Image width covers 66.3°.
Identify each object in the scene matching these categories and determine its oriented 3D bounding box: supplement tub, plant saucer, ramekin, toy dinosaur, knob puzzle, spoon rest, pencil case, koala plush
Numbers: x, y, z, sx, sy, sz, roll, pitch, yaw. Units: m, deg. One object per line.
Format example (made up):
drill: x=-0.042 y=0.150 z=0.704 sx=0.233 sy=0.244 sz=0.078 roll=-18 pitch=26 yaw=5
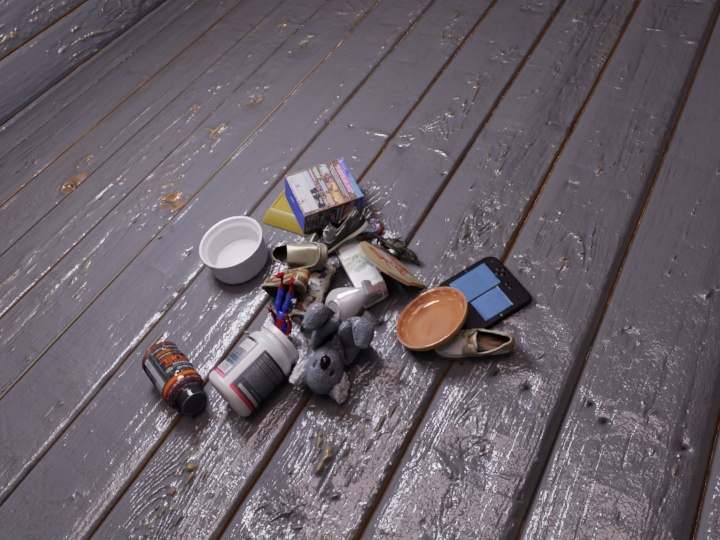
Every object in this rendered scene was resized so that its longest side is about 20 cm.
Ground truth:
supplement tub: x=-0.472 y=0.279 z=1.414 sx=0.107 sy=0.108 sz=0.199 roll=-40 pitch=54 yaw=-19
plant saucer: x=0.182 y=0.126 z=1.381 sx=0.197 sy=0.038 sz=0.202 roll=-26 pitch=32 yaw=18
ramekin: x=-0.375 y=-0.057 z=1.663 sx=0.196 sy=0.099 sz=0.204 roll=-7 pitch=50 yaw=8
toy dinosaur: x=-0.026 y=-0.109 z=1.653 sx=0.178 sy=0.204 sz=0.105 roll=10 pitch=23 yaw=-17
knob puzzle: x=0.063 y=-0.013 z=1.483 sx=0.031 sy=0.218 sz=0.220 roll=-55 pitch=52 yaw=15
supplement tub: x=-0.261 y=0.244 z=1.366 sx=0.139 sy=0.142 sz=0.200 roll=32 pitch=65 yaw=33
plant saucer: x=-0.195 y=-0.217 z=1.779 sx=0.197 sy=0.049 sz=0.202 roll=18 pitch=58 yaw=25
spoon rest: x=-0.026 y=0.078 z=1.434 sx=0.060 sy=0.199 sz=0.101 roll=-15 pitch=77 yaw=-43
pencil case: x=-0.127 y=0.063 z=1.514 sx=0.089 sy=0.077 sz=0.203 roll=-28 pitch=34 yaw=46
toy dinosaur: x=0.082 y=-0.078 z=1.574 sx=0.196 sy=0.048 sz=0.088 roll=22 pitch=12 yaw=-2
koala plush: x=-0.074 y=0.211 z=1.353 sx=0.174 sy=0.184 sz=0.204 roll=17 pitch=73 yaw=1

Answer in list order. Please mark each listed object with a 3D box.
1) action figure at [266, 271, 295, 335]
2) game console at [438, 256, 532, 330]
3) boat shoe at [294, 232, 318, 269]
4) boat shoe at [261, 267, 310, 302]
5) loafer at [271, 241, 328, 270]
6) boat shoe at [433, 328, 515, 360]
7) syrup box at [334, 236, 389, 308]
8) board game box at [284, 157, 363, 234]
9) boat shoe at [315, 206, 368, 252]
action figure: x=-0.205 y=0.107 z=1.435 sx=0.064 sy=0.204 sz=0.052 roll=20 pitch=32 yaw=22
game console: x=0.319 y=0.062 z=1.442 sx=0.197 sy=0.031 sz=0.178 roll=-29 pitch=51 yaw=-9
boat shoe: x=-0.174 y=-0.028 z=1.608 sx=0.061 sy=0.073 sz=0.203 roll=7 pitch=60 yaw=19
boat shoe: x=-0.197 y=0.035 z=1.507 sx=0.198 sy=0.076 sz=0.075 roll=-7 pitch=46 yaw=51
loafer: x=-0.170 y=-0.039 z=1.512 sx=0.197 sy=0.068 sz=0.078 roll=-4 pitch=85 yaw=41
boat shoe: x=0.272 y=0.172 z=1.332 sx=0.195 sy=0.069 sz=0.076 roll=-7 pitch=69 yaw=10
syrup box: x=0.000 y=0.000 z=1.536 sx=0.078 sy=0.082 sz=0.202 roll=-26 pitch=51 yaw=-4
board game box: x=-0.113 y=-0.229 z=1.688 sx=0.197 sy=0.097 sz=0.161 roll=-20 pitch=65 yaw=-18
boat shoe: x=-0.077 y=-0.104 z=1.542 sx=0.198 sy=0.068 sz=0.072 roll=-33 pitch=27 yaw=11
